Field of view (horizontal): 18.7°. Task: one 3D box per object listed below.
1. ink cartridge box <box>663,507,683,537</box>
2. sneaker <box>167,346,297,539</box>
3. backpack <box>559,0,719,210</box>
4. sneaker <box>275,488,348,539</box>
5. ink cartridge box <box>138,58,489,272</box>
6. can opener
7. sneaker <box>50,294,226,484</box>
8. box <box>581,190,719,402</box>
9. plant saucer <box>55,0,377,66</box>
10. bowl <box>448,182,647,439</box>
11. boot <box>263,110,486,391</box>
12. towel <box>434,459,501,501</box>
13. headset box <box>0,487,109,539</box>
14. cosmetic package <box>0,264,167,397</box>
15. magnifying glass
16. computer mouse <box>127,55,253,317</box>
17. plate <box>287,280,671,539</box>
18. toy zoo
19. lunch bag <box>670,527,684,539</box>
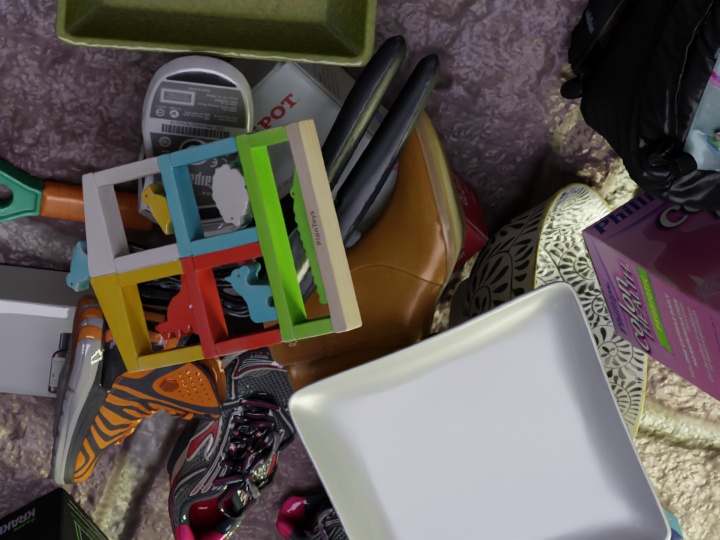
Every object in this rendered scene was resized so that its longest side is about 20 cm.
[{"bbox_3d":[0.172,0.254,1.630,0.128,0.200,0.125,36,112,-23],"label":"ink cartridge box"},{"bbox_3d":[-0.083,0.125,1.578,0.080,0.075,0.200,15,129,-13],"label":"sneaker"},{"bbox_3d":[0.234,-0.158,1.432,0.126,0.167,0.200,5,119,-31],"label":"backpack"},{"bbox_3d":[0.008,0.186,1.606,0.075,0.081,0.200,35,145,-18],"label":"sneaker"},{"bbox_3d":[-0.033,-0.054,1.497,0.146,0.083,0.200,-40,116,18],"label":"ink cartridge box"},{"bbox_3d":[-0.011,-0.056,1.388,0.063,0.079,0.200,32,95,-31],"label":"can opener"},{"bbox_3d":[-0.151,0.093,1.500,0.112,0.078,0.200,7,147,-12],"label":"sneaker"},{"bbox_3d":[0.282,-0.002,1.459,0.176,0.200,0.097,-32,121,-14],"label":"box"},{"bbox_3d":[-0.086,-0.234,1.373,0.199,0.048,0.201,4,94,-7],"label":"plant saucer"},{"bbox_3d":[0.122,0.043,1.532,0.094,0.201,0.201,-6,125,28],"label":"bowl"},{"bbox_3d":[0.000,0.000,1.440,0.144,0.071,0.202,-10,100,12],"label":"boot"},{"bbox_3d":[0.095,0.126,1.552,0.148,0.200,0.050,32,100,-22],"label":"towel"},{"bbox_3d":[-0.267,0.288,1.612,0.174,0.200,0.093,-30,119,13],"label":"headset box"},{"bbox_3d":[-0.222,0.046,1.559,0.199,0.051,0.083,6,119,-9],"label":"cosmetic package"},{"bbox_3d":[-0.243,-0.052,1.516,0.199,0.022,0.080,7,120,-10],"label":"magnifying glass"},{"bbox_3d":[-0.107,-0.060,1.417,0.109,0.044,0.200,8,125,-4],"label":"computer mouse"},{"bbox_3d":[0.078,0.125,1.422,0.200,0.032,0.200,-23,108,3],"label":"plate"},{"bbox_3d":[-0.101,-0.011,1.360,0.200,0.020,0.132,-13,92,31],"label":"toy zoo"},{"bbox_3d":[0.191,0.275,1.497,0.150,0.094,0.201,8,102,-22],"label":"lunch bag"}]
